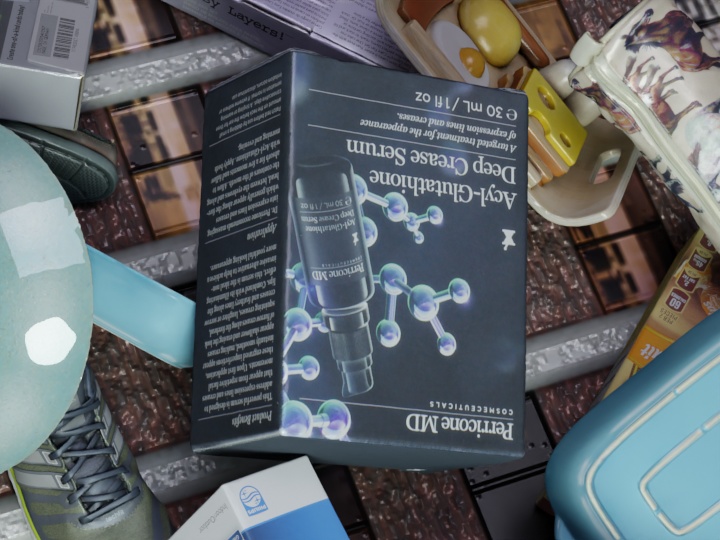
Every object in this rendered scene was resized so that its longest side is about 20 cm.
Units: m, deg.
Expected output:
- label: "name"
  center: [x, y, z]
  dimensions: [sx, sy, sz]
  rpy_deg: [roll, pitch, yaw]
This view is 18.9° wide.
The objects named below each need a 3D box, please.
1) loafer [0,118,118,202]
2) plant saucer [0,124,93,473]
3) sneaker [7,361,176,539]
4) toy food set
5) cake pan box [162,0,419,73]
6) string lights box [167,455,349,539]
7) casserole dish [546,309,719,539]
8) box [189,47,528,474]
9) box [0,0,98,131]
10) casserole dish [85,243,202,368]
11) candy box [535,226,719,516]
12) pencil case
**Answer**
- label: "loafer"
  center: [-0.235, -0.092, 1.263]
  dimensions: [0.199, 0.072, 0.063]
  rpy_deg: [11, 58, -4]
- label: "plant saucer"
  center: [-0.233, 0.015, 1.154]
  dimensions: [0.201, 0.201, 0.039]
  rpy_deg: [55, 25, 15]
- label: "sneaker"
  center: [-0.162, 0.095, 1.182]
  dimensions: [0.074, 0.081, 0.200]
  rpy_deg: [-31, 75, -22]
- label: "toy food set"
  center: [0.097, -0.133, 1.287]
  dimensions: [0.200, 0.060, 0.144]
  rpy_deg: [49, 31, -12]
- label: "cake pan box"
  center: [-0.022, -0.218, 1.373]
  dimensions: [0.199, 0.052, 0.185]
  rpy_deg: [25, 61, 1]
- label: "string lights box"
  center: [-0.025, 0.209, 1.105]
  dimensions: [0.059, 0.103, 0.201]
  rpy_deg: [-16, 69, -37]
- label: "casserole dish"
  center: [0.195, 0.101, 1.185]
  dimensions: [0.200, 0.039, 0.121]
  rpy_deg: [-38, 91, -5]
- label: "box"
  center: [0.000, 0.000, 1.148]
  dimensions: [0.148, 0.107, 0.201]
  rpy_deg: [7, 78, -29]
- label: "box"
  center: [-0.255, -0.148, 1.257]
  dimensions: [0.199, 0.041, 0.156]
  rpy_deg: [9, 31, -9]
- label: "casserole dish"
  center: [-0.157, 0.004, 1.212]
  dimensions: [0.199, 0.121, 0.039]
  rpy_deg: [29, 86, 2]
- label: "candy box"
  center: [0.202, 0.082, 1.275]
  dimensions: [0.115, 0.055, 0.200]
  rpy_deg: [32, 63, 3]
- label: "pencil case"
  center: [0.202, -0.067, 1.249]
  dimensions: [0.200, 0.078, 0.089]
  rpy_deg: [51, 34, -1]
